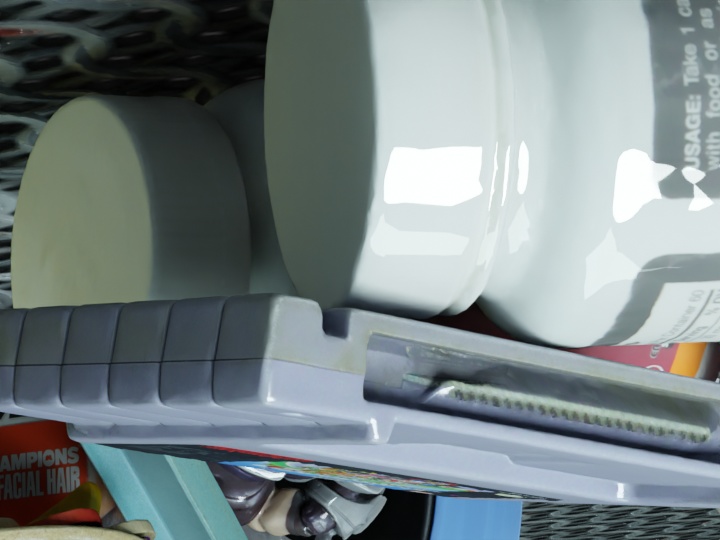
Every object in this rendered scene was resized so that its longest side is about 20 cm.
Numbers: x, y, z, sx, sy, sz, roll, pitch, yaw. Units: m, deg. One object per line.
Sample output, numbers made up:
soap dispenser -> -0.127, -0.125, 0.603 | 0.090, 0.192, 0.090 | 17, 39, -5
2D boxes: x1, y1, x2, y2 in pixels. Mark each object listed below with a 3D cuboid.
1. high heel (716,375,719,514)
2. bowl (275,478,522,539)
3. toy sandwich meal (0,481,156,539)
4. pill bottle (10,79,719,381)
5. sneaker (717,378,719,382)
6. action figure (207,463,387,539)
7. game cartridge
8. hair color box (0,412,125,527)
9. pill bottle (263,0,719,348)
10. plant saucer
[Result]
high heel -> 0.139, 0.018, 0.861 | 0.096, 0.200, 0.067 | -44, -145, -22
bowl -> -0.003, 0.123, 1.255 | 0.039, 0.201, 0.201 | 20, 157, -27
toy sandwich meal -> -0.179, 0.112, 1.122 | 0.205, 0.070, 0.205 | -12, 162, -4
pill bottle -> 0.005, 0.000, 0.868 | 0.200, 0.110, 0.110 | 2, 166, -32
sneaker -> 0.130, 0.002, 1.035 | 0.115, 0.075, 0.200 | -15, 170, 37
action figure -> -0.037, 0.066, 1.162 | 0.130, 0.069, 0.200 | 26, 162, -19
game cartridge -> 0.016, 0.038, 0.745 | 0.200, 0.038, 0.130 | 12, 166, -38
hair color box -> -0.112, 0.139, 1.252 | 0.064, 0.200, 0.111 | -9, 168, 25
pill bottle -> 0.084, -0.038, 0.718 | 0.200, 0.113, 0.113 | -1, 167, -18
plant saucer -> -0.069, 0.100, 1.160 | 0.070, 0.019, 0.200 | 29, 157, 32
